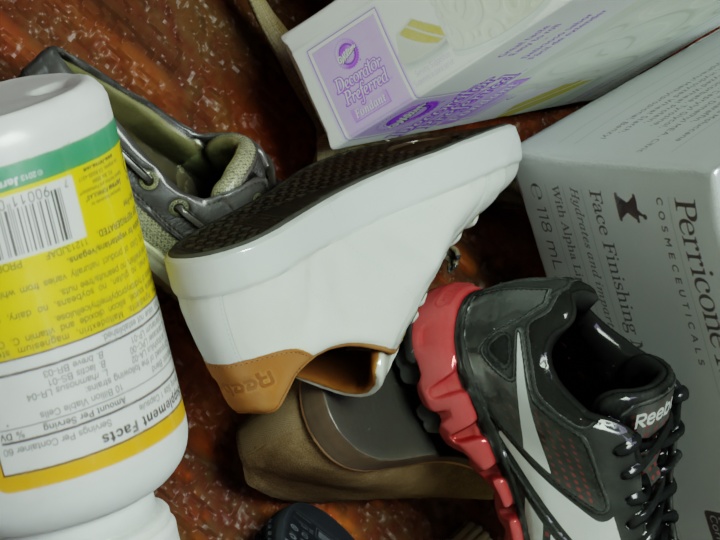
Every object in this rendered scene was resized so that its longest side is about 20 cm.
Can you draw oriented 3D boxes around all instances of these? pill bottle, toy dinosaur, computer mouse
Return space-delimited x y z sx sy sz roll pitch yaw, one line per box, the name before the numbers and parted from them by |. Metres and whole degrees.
pill bottle | -0.129 0.034 1.154 0.112 0.113 0.201 -22 105 -33
toy dinosaur | -0.004 -0.059 1.311 0.200 0.058 0.101 37 47 -25
computer mouse | -0.026 0.153 1.188 0.059 0.034 0.200 39 20 -12

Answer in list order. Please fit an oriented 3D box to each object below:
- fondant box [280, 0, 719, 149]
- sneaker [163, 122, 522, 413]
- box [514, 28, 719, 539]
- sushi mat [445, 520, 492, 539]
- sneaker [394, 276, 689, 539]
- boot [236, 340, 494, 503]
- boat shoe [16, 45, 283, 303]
fondant box | 0.084 -0.116 1.280 0.200 0.144 0.058 -12 76 -50
sneaker | 0.000 0.000 1.206 0.200 0.073 0.085 -29 108 -45
box | 0.196 0.002 1.302 0.200 0.130 0.200 -30 112 -33
sushi mat | 0.010 0.202 1.271 0.200 0.012 0.096 -40 101 -32
sneaker | 0.098 0.087 1.225 0.201 0.098 0.071 62 36 -9
boot | 0.030 0.070 1.290 0.199 0.075 0.074 9 60 -45
boat shoe | -0.062 -0.025 1.236 0.199 0.065 0.073 26 26 -24
